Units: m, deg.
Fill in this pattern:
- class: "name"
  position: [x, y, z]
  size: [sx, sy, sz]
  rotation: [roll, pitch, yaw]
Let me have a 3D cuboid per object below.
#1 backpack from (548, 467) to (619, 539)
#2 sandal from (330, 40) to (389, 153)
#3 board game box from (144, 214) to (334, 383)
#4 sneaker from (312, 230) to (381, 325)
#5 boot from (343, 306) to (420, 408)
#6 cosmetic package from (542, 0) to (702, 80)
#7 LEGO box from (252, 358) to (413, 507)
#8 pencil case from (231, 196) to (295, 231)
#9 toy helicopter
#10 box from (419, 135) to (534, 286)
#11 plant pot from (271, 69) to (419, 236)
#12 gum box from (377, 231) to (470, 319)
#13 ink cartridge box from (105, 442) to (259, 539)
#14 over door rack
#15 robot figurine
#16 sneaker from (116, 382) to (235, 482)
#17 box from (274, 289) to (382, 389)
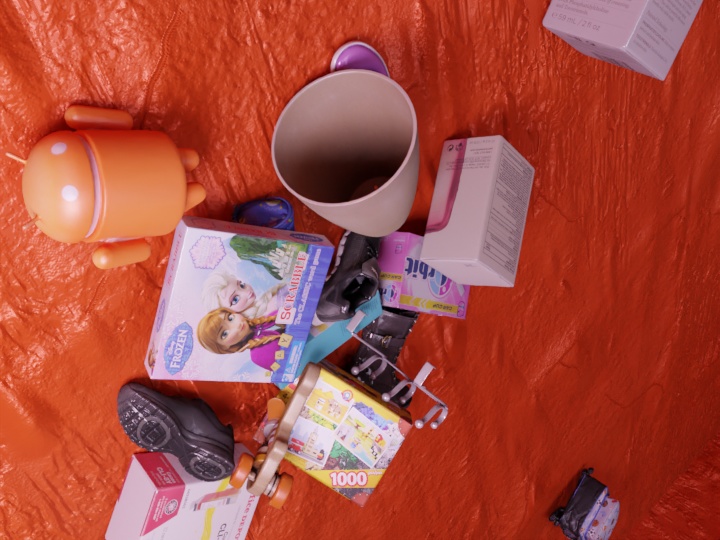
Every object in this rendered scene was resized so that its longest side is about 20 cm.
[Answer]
- class: "backpack"
  position: [0.655, 0.701, 2.265]
  size: [0.200, 0.153, 0.191]
  rotation: [-48, 150, -14]
- class: "sandal"
  position: [0.026, -0.229, 1.079]
  size: [0.083, 0.050, 0.203]
  rotation: [-48, 139, -10]
- class: "board game box"
  position: [-0.150, 0.043, 0.985]
  size: [0.197, 0.041, 0.203]
  rotation: [6, 111, -31]
- class: "sneaker"
  position: [0.000, 0.000, 1.138]
  size: [0.201, 0.089, 0.067]
  rotation: [-58, 132, -31]
- class: "boot"
  position: [0.055, 0.144, 1.342]
  size: [0.199, 0.069, 0.176]
  rotation: [19, 102, -47]
- class: "cosmetic package"
  position: [0.429, -0.441, 1.256]
  size: [0.165, 0.167, 0.203]
  rotation: [10, 108, -47]
- class: "LEGO box"
  position: [-0.041, 0.237, 1.209]
  size: [0.150, 0.198, 0.077]
  rotation: [-59, -178, 4]
- class: "pencil case"
  position: [-0.122, 0.001, 1.059]
  size: [0.087, 0.077, 0.203]
  rotation: [-56, 151, -49]
- class: "toy helicopter"
  position: [-0.106, 0.218, 1.100]
  size: [0.078, 0.132, 0.202]
  rotation: [27, 94, -6]
- class: "box"
  position: [0.184, -0.090, 1.230]
  size: [0.127, 0.108, 0.203]
  rotation: [29, 70, -47]
- class: "plant pot"
  position: [0.002, -0.128, 1.047]
  size: [0.188, 0.187, 0.200]
  rotation: [-50, 155, -7]
- class: "gum box"
  position: [0.106, 0.010, 1.280]
  size: [0.198, 0.065, 0.116]
  rotation: [12, 86, -48]
- class: "ink cartridge box"
  position: [-0.249, 0.342, 1.154]
  size: [0.198, 0.083, 0.147]
  rotation: [5, 112, -47]
- class: "over door rack"
  position: [0.050, 0.159, 1.177]
  size: [0.067, 0.147, 0.201]
  rotation: [-47, 152, -14]
- class: "robot figurine"
  position: [-0.262, -0.088, 0.830]
  size: [0.198, 0.116, 0.146]
  rotation: [-8, 122, -42]
- class: "sneaker"
  position: [-0.249, 0.207, 1.079]
  size: [0.075, 0.091, 0.200]
  rotation: [-29, 124, 22]
- class: "box"
  position: [-0.067, 0.082, 1.167]
  size: [0.199, 0.082, 0.050]
  rotation: [-36, 137, -23]
